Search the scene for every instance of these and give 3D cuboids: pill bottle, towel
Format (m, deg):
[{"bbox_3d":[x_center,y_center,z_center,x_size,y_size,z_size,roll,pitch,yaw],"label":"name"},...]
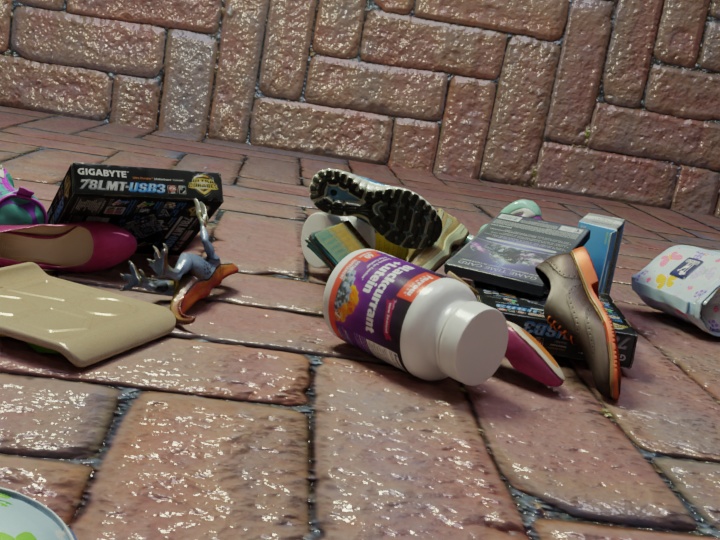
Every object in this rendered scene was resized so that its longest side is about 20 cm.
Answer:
[{"bbox_3d":[0.059,0.053,1.019,0.110,0.113,0.199,-2,16,-43],"label":"pill bottle"},{"bbox_3d":[0.000,0.000,1.255,0.147,0.022,0.200,51,15,1],"label":"towel"},{"bbox_3d":[0.009,-0.046,1.439,0.198,0.113,0.111,-3,17,-42],"label":"pill bottle"}]

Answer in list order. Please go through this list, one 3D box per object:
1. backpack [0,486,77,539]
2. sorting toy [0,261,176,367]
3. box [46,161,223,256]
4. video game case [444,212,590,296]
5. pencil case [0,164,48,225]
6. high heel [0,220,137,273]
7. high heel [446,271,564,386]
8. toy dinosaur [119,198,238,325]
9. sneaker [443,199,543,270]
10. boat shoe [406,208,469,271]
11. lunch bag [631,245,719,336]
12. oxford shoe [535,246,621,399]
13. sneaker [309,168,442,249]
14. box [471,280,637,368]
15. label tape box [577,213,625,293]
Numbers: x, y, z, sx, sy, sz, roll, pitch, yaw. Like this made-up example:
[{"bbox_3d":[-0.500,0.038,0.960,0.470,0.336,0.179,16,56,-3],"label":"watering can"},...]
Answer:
[{"bbox_3d":[-0.166,0.153,0.312,0.181,0.149,0.200,7,9,-19],"label":"backpack"},{"bbox_3d":[-0.317,0.047,0.965,0.198,0.037,0.185,18,14,17],"label":"sorting toy"},{"bbox_3d":[-0.308,-0.077,1.258,0.196,0.050,0.200,0,-20,-29],"label":"box"},{"bbox_3d":[0.222,-0.028,1.309,0.141,0.019,0.200,13,31,27],"label":"video game case"},{"bbox_3d":[-0.499,-0.089,1.295,0.085,0.093,0.199,21,4,-39],"label":"pencil case"},{"bbox_3d":[-0.382,-0.032,1.156,0.197,0.068,0.096,5,2,4],"label":"high heel"},{"bbox_3d":[0.139,0.091,1.077,0.200,0.096,0.067,41,7,29],"label":"high heel"},{"bbox_3d":[-0.208,0.017,1.163,0.181,0.105,0.202,16,42,-53],"label":"toy dinosaur"},{"bbox_3d":[0.219,-0.002,1.458,0.077,0.200,0.141,-2,61,-42],"label":"sneaker"},{"bbox_3d":[0.094,-0.037,1.391,0.076,0.071,0.200,50,31,-2],"label":"boat shoe"},{"bbox_3d":[0.555,0.030,1.476,0.197,0.129,0.169,-2,13,-19],"label":"lunch bag"},{"bbox_3d":[0.255,0.066,1.093,0.072,0.072,0.202,-14,49,7],"label":"oxford shoe"},{"bbox_3d":[0.027,-0.098,1.341,0.198,0.079,0.090,25,15,0],"label":"sneaker"},{"bbox_3d":[0.245,0.062,1.231,0.197,0.050,0.199,8,14,2],"label":"box"},{"bbox_3d":[0.350,-0.005,1.424,0.065,0.145,0.200,14,13,20],"label":"label tape box"}]
